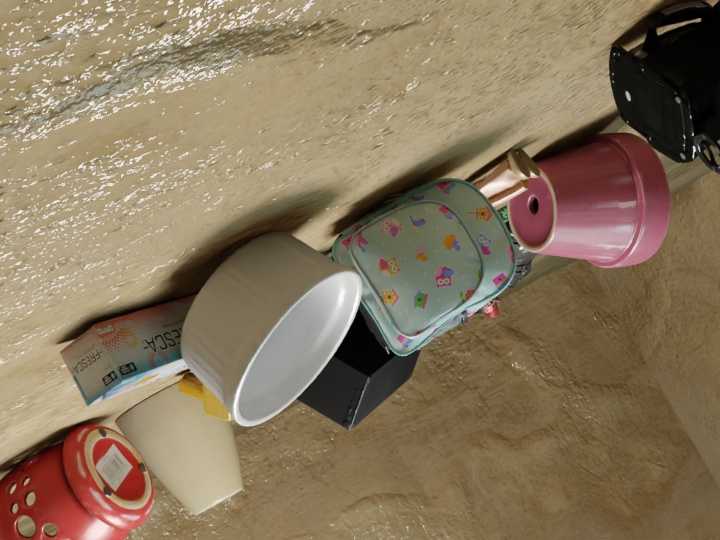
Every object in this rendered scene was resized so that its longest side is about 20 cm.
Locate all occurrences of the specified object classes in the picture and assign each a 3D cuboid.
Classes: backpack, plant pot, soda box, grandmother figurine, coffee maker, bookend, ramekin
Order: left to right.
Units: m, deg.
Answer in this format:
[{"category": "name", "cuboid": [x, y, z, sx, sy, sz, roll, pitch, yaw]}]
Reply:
[{"category": "plant pot", "cuboid": [-0.429, 0.352, 1.683, 0.182, 0.201, 0.200, -34, 170, 18]}, {"category": "soda box", "cuboid": [-0.223, 0.080, 1.190, 0.063, 0.069, 0.200, -35, 171, 32]}, {"category": "plant pot", "cuboid": [-0.285, 0.302, 1.852, 0.187, 0.201, 0.187, -28, 171, -5]}, {"category": "ramekin", "cuboid": [-0.097, 0.056, 1.164, 0.200, 0.098, 0.201, -44, 158, -23]}, {"category": "bookend", "cuboid": [-0.039, 0.104, 1.552, 0.199, 0.199, 0.092, -33, 147, -58]}, {"category": "backpack", "cuboid": [0.082, -0.014, 1.305, 0.200, 0.176, 0.153, -32, 176, -8]}, {"category": "grandmother figurine", "cuboid": [0.143, -0.086, 1.481, 0.200, 0.061, 0.121, -37, 160, 28]}, {"category": "plant pot", "cuboid": [0.324, -0.098, 1.620, 0.178, 0.201, 0.200, -7, 163, -25]}, {"category": "coffee maker", "cuboid": [0.399, -0.206, 1.171, 0.199, 0.192, 0.135, -30, 155, -9]}]

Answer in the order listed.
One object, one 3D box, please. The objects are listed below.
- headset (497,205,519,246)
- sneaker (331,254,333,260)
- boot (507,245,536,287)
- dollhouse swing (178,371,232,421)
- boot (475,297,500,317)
[{"category": "headset", "cuboid": [0.290, -0.080, 1.875, 0.199, 0.094, 0.123, -11, 161, -46]}, {"category": "sneaker", "cuboid": [0.024, -0.009, 1.478, 0.076, 0.079, 0.200, -57, 164, 9]}, {"category": "boot", "cuboid": [0.325, -0.057, 2.030, 0.200, 0.070, 0.132, -28, 148, -37]}, {"category": "dollhouse swing", "cuboid": [-0.174, 0.115, 1.687, 0.199, 0.176, 0.183, -22, 128, -37]}, {"category": "boot", "cuboid": [0.239, 0.009, 2.059, 0.072, 0.145, 0.200, -24, 169, -21]}]
